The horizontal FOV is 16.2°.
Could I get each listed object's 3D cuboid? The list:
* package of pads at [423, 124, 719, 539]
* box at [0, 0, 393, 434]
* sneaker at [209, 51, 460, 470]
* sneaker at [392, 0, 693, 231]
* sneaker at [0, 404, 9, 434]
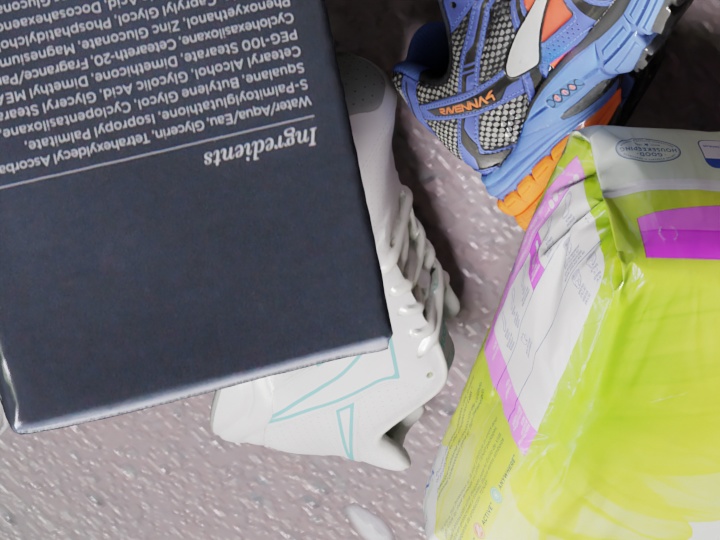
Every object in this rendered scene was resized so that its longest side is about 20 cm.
[{"bbox_3d":[0.111,0.042,0.792,0.154,0.068,0.200,1,139,-15],"label":"package of pads"},{"bbox_3d":[-0.074,-0.072,0.708,0.148,0.107,0.200,-154,51,-77],"label":"box"},{"bbox_3d":[0.000,0.000,0.873,0.080,0.070,0.200,18,144,5],"label":"sneaker"},{"bbox_3d":[0.060,-0.091,0.741,0.078,0.075,0.200,32,137,5],"label":"sneaker"},{"bbox_3d":[-0.207,0.007,0.968,0.075,0.100,0.200,-14,120,45],"label":"sneaker"}]
